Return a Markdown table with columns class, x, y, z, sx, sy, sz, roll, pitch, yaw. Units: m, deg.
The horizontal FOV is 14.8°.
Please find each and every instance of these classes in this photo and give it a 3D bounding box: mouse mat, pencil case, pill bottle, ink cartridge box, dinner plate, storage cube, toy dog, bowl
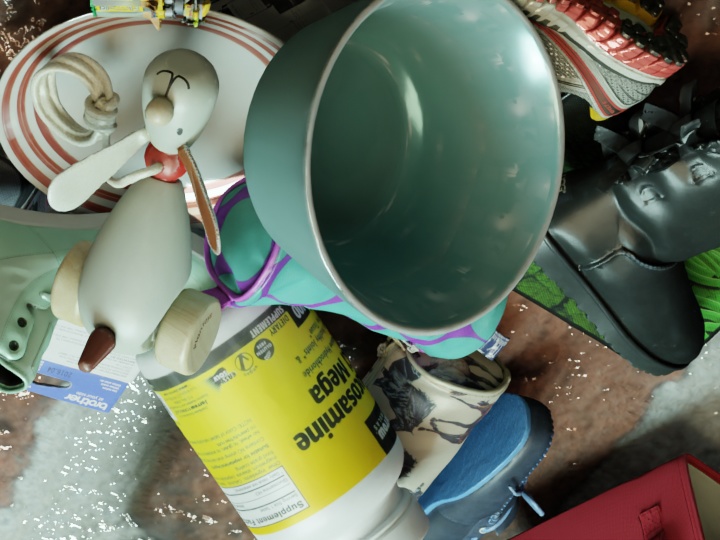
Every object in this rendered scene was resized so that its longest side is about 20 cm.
| class | x | y | z | sx | sy | sz | roll | pitch | yaw |
| --- | --- | --- | --- | --- | --- | --- | --- | --- | --- |
| mouse mat | 0.167 | -0.021 | 1.766 | 0.199 | 0.008 | 0.161 | 29 | 126 | -20 |
| pencil case | 0.000 | 0.000 | 1.695 | 0.199 | 0.085 | 0.093 | 16 | 111 | -39 |
| pill bottle | -0.044 | 0.102 | 1.750 | 0.112 | 0.113 | 0.200 | -28 | 103 | 26 |
| pencil case | 0.015 | 0.111 | 1.844 | 0.089 | 0.078 | 0.200 | 31 | 126 | -7 |
| ink cartridge box | -0.171 | 0.004 | 1.782 | 0.119 | 0.042 | 0.200 | 17 | 128 | -24 |
| dinner plate | -0.117 | -0.094 | 1.641 | 0.199 | 0.024 | 0.201 | -1 | 141 | -1 |
| storage cube | 0.203 | 0.257 | 1.867 | 0.179 | 0.172 | 0.200 | -29 | 140 | 26 |
| toy dog | -0.131 | -0.020 | 1.569 | 0.131 | 0.096 | 0.201 | 2 | 118 | 21 |
| bowl | 0.011 | -0.070 | 1.570 | 0.105 | 0.201 | 0.201 | 12 | 144 | 47 |

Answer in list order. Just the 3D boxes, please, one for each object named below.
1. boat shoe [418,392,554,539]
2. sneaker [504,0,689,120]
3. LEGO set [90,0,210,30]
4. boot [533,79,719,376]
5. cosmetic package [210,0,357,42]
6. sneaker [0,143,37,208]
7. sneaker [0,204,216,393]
| class | x | y | z | sx | sy | sz | roll | pitch | yaw |
| --- | --- | --- | --- | --- | --- | --- | --- | --- | --- |
| boat shoe | 0.079 | 0.142 | 1.878 | 0.068 | 0.085 | 0.200 | 20 | 146 | -22 |
| sneaker | 0.092 | -0.147 | 1.619 | 0.199 | 0.078 | 0.082 | 29 | 128 | -18 |
| LEGO set | -0.083 | -0.221 | 1.511 | 0.115 | 0.200 | 0.155 | 1 | 110 | 1 |
| boot | 0.203 | -0.023 | 1.694 | 0.162 | 0.074 | 0.198 | -26 | 132 | 27 |
| cosmetic package | -0.037 | -0.134 | 1.657 | 0.082 | 0.051 | 0.200 | -23 | 126 | 24 |
| sneaker | -0.274 | -0.010 | 1.740 | 0.200 | 0.114 | 0.075 | -34 | 120 | 28 |
| sneaker | -0.179 | 0.027 | 1.682 | 0.199 | 0.119 | 0.074 | 6 | 151 | -18 |
